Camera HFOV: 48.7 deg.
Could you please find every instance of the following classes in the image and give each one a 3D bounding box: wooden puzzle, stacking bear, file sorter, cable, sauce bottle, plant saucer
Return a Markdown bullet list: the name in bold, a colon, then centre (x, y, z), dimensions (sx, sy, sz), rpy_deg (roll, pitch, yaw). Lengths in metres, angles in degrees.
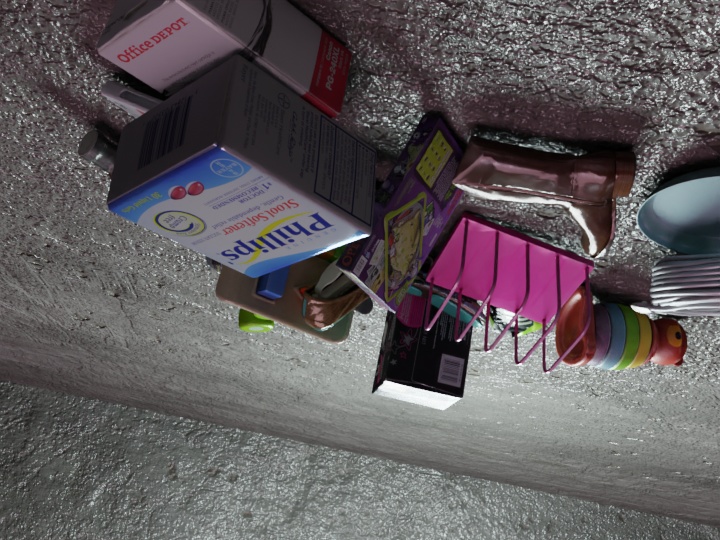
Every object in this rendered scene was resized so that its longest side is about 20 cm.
- **wooden puzzle**: centre (-0.081, -0.016, 1.095), dimensions (0.199, 0.186, 0.046), rpy_deg (22, 159, -25)
- **stacking bear**: centre (0.423, 0.106, 1.261), dimensions (0.198, 0.122, 0.114), rpy_deg (7, 157, -10)
- **file sorter**: centre (0.202, 0.040, 1.102), dimensions (0.199, 0.126, 0.139), rpy_deg (20, 135, -7)
- **cable**: centre (0.477, 0.020, 1.023), dimensions (0.198, 0.070, 0.200), rpy_deg (3, 173, -12)
- **sauce bottle**: centre (-0.298, -0.124, 1.102), dimensions (0.064, 0.065, 0.200), rpy_deg (-6, 154, 36)
- **plant saucer**: centre (0.430, -0.070, 0.936), dimensions (0.199, 0.028, 0.200), rpy_deg (9, 158, 4)

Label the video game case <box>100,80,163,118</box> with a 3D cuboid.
- **video game case**: centre (-0.186, -0.149, 0.942), dimensions (0.182, 0.023, 0.200), rpy_deg (27, 175, 43)

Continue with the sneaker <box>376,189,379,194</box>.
- **sneaker**: centre (-0.011, -0.080, 1.063), dimensions (0.199, 0.078, 0.085), rpy_deg (17, 161, -13)

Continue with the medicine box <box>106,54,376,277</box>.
- **medicine box**: centre (-0.114, -0.091, 0.798), dimensions (0.181, 0.104, 0.199), rpy_deg (-18, 146, 38)

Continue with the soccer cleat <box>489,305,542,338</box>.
- **soccer cleat**: centre (0.232, 0.058, 1.264), dimensions (0.081, 0.068, 0.200), rpy_deg (-34, 141, 17)

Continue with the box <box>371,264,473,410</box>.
- **box**: centre (0.106, 0.107, 1.282), dimensions (0.131, 0.201, 0.115), rpy_deg (14, 159, -6)

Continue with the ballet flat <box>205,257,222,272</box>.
- **ballet flat**: centre (-0.153, -0.004, 1.303), dimensions (0.199, 0.075, 0.074), rpy_deg (17, 157, -23)

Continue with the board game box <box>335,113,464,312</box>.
- **board game box**: centre (0.056, -0.063, 0.911), dimensions (0.032, 0.201, 0.120), rpy_deg (23, 168, 40)

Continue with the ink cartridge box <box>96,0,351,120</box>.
- **ink cartridge box**: centre (-0.130, -0.214, 0.781), dimensions (0.145, 0.084, 0.199), rpy_deg (-11, 149, 44)

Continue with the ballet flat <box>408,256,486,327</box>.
- **ballet flat**: centre (0.111, 0.017, 1.214), dimensions (0.199, 0.075, 0.074), rpy_deg (26, 157, -2)

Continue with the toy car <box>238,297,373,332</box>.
- **toy car**: centre (-0.075, 0.004, 1.204), dimensions (0.199, 0.166, 0.158), rpy_deg (6, 161, -22)

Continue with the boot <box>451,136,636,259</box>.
- **boot**: centre (0.206, -0.085, 0.947), dimensions (0.198, 0.065, 0.187), rpy_deg (3, 143, 5)

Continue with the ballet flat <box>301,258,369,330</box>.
- **ballet flat**: centre (0.000, 0.000, 1.064), dimensions (0.068, 0.199, 0.073), rpy_deg (36, 152, 43)
